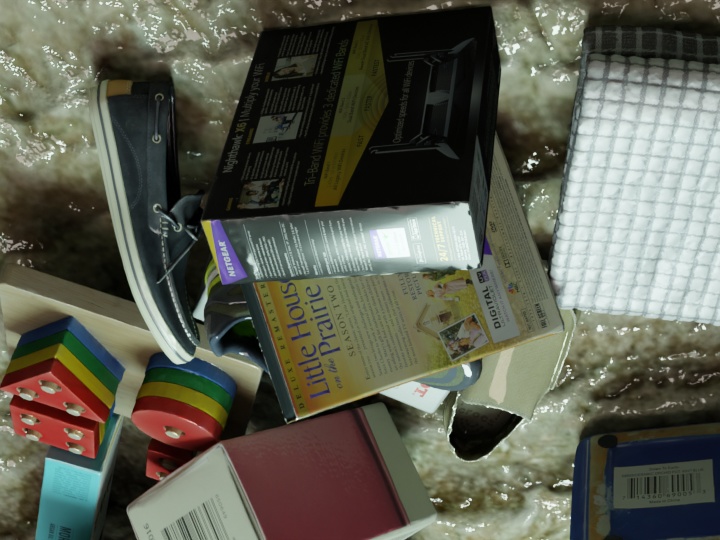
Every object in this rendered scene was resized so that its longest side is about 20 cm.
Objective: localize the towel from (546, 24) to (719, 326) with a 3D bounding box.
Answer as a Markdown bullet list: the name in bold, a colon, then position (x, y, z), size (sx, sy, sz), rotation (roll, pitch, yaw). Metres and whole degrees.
- **towel**: position (0.212, -0.061, 0.962), size (0.164, 0.086, 0.201), rotation (5, 132, 2)

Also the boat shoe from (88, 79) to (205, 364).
- **boat shoe**: position (-0.135, -0.035, 1.009), size (0.062, 0.075, 0.202), rotation (-12, 96, 0)

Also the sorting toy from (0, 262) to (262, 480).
- **sorting toy**: position (-0.184, 0.094, 1.127), size (0.198, 0.070, 0.199), rotation (18, 154, -1)

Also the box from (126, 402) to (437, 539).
- **box**: position (-0.059, 0.189, 1.149), size (0.128, 0.110, 0.199), rotation (-36, 163, 34)

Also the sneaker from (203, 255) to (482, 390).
- **sneaker**: position (-0.016, 0.051, 0.987), size (0.198, 0.081, 0.074), rotation (14, 134, -2)

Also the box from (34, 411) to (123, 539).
- **box**: position (-0.248, 0.199, 1.279), size (0.049, 0.083, 0.201), rotation (15, 133, -3)

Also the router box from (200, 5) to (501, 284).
- **router box**: position (0.001, -0.080, 0.897), size (0.156, 0.201, 0.053), rotation (-3, 131, 14)

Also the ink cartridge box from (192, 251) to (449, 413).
- **ink cartridge box**: position (0.000, 0.000, 1.051), size (0.199, 0.083, 0.147), rotation (22, 132, -11)

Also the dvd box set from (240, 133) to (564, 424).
- **dvd box set**: position (0.022, 0.000, 0.955), size (0.199, 0.147, 0.029), rotation (-17, 172, -22)

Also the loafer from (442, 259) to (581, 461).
- **loafer**: position (0.115, 0.075, 1.112), size (0.075, 0.069, 0.201), rotation (15, 133, -5)

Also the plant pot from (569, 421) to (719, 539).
- **plant pot**: position (0.258, 0.232, 1.152), size (0.198, 0.201, 0.181), rotation (-7, 124, 16)
